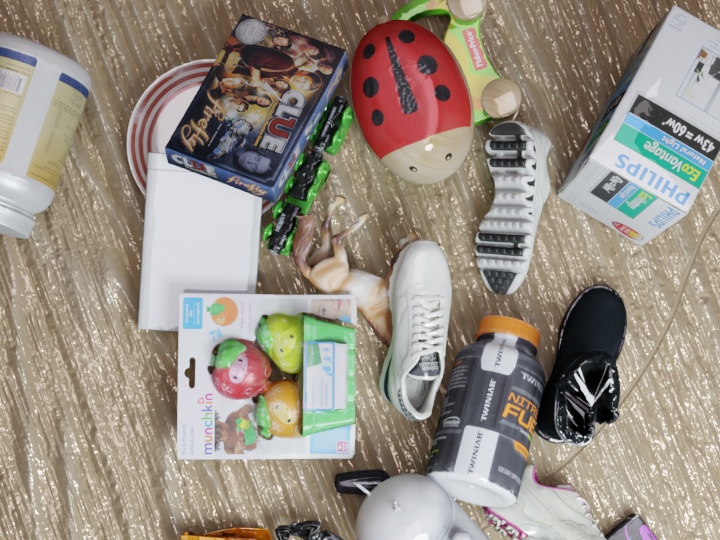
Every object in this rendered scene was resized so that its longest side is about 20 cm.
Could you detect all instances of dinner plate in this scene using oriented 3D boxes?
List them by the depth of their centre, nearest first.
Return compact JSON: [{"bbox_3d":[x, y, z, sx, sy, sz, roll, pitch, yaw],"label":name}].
[{"bbox_3d":[-0.170,-0.146,1.630,0.199,0.024,0.201,0,84,-4],"label":"dinner plate"}]

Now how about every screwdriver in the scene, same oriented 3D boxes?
[{"bbox_3d":[0.070,0.241,1.594,0.199,0.028,0.029,2,54,-1],"label":"screwdriver"}]

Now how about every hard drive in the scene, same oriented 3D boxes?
[{"bbox_3d":[-0.181,-0.029,1.595,0.131,0.027,0.201,4,94,-3],"label":"hard drive"}]

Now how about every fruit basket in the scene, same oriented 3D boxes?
[{"bbox_3d":[-0.102,0.117,1.555,0.199,0.094,0.186,2,87,-13],"label":"fruit basket"}]

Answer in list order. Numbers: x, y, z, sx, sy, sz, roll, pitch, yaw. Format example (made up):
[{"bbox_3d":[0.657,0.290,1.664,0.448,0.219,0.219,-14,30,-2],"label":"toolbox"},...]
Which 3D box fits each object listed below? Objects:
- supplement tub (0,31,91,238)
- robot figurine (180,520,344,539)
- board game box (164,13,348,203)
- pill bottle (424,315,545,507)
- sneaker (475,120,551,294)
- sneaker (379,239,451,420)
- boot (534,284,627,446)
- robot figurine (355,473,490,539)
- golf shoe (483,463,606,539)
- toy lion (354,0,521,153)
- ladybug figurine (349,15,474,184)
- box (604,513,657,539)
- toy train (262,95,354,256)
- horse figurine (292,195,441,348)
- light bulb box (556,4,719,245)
[{"bbox_3d":[-0.394,-0.148,1.553,0.144,0.144,0.201,18,82,-2],"label":"supplement tub"},{"bbox_3d":[-0.103,0.346,1.555,0.199,0.058,0.146,6,83,-3],"label":"robot figurine"},{"bbox_3d":[-0.115,-0.185,1.583,0.135,0.035,0.200,20,65,11],"label":"board game box"},{"bbox_3d":[0.145,0.153,1.564,0.106,0.106,0.201,17,68,-2],"label":"pill bottle"},{"bbox_3d":[0.185,-0.071,1.624,0.075,0.081,0.201,12,99,36],"label":"sneaker"},{"bbox_3d":[0.071,0.067,1.565,0.076,0.081,0.201,2,100,-12],"label":"sneaker"},{"bbox_3d":[0.258,0.102,1.557,0.076,0.168,0.201,25,81,0],"label":"boot"},{"bbox_3d":[0.070,0.298,1.521,0.200,0.169,0.113,50,57,-31],"label":"robot figurine"},{"bbox_3d":[0.237,0.288,1.561,0.200,0.075,0.092,30,69,20],"label":"golf shoe"},{"bbox_3d":[0.080,-0.218,1.644,0.191,0.069,0.201,-18,84,1],"label":"toy lion"},{"bbox_3d":[0.054,-0.196,1.584,0.135,0.072,0.201,-23,83,8],"label":"ladybug figurine"},{"bbox_3d":[0.318,0.398,1.591,0.143,0.036,0.200,-36,88,-8],"label":"box"},{"bbox_3d":[-0.059,-0.107,1.617,0.042,0.056,0.200,22,82,11],"label":"toy train"},{"bbox_3d":[0.000,0.000,1.600,0.200,0.050,0.133,25,101,-15],"label":"horse figurine"},{"bbox_3d":[0.334,-0.157,1.580,0.125,0.198,0.200,30,80,2],"label":"light bulb box"}]
